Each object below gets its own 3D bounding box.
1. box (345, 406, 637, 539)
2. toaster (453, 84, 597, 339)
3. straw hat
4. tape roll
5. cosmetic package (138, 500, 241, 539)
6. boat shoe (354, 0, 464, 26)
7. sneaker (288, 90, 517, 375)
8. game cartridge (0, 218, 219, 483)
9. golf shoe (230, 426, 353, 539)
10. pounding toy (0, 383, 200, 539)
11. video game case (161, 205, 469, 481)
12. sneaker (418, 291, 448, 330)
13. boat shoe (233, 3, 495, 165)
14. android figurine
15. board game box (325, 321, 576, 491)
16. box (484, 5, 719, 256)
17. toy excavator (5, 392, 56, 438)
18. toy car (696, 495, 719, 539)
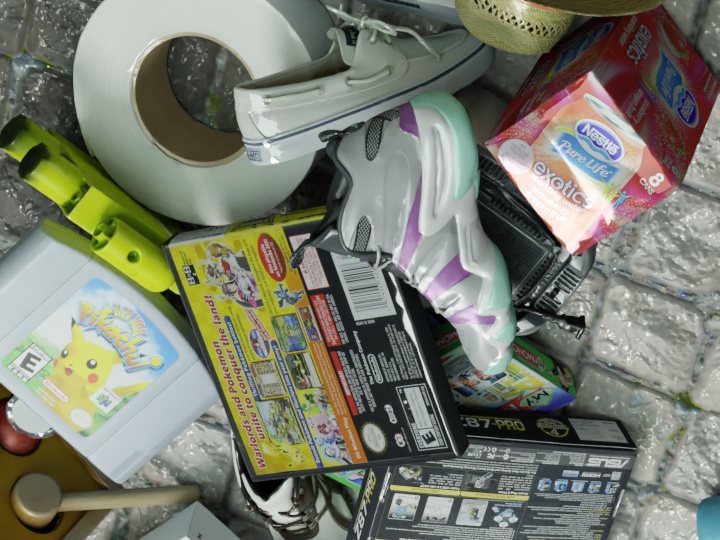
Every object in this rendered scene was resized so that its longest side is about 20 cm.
[{"bbox_3d":[0.097,0.185,1.614,0.199,0.049,0.162,5,117,-18],"label":"box"},{"bbox_3d":[0.099,-0.046,1.511,0.200,0.129,0.114,35,120,-4],"label":"toaster"},{"bbox_3d":[0.108,-0.197,1.423,0.200,0.201,0.085,25,126,6],"label":"straw hat"},{"bbox_3d":[-0.114,-0.139,1.577,0.201,0.071,0.204,7,115,15],"label":"tape roll"},{"bbox_3d":[-0.125,0.303,1.763,0.151,0.052,0.200,-33,113,29],"label":"cosmetic package"},{"bbox_3d":[0.013,-0.231,1.505,0.199,0.071,0.070,15,85,13],"label":"boat shoe"},{"bbox_3d":[0.022,-0.011,1.410,0.139,0.078,0.201,-16,103,-4],"label":"sneaker"},{"bbox_3d":[-0.206,0.060,1.607,0.133,0.041,0.200,-42,112,9],"label":"game cartridge"},{"bbox_3d":[-0.062,0.185,1.691,0.077,0.095,0.201,-15,109,22],"label":"golf shoe"},{"bbox_3d":[-0.276,0.186,1.725,0.200,0.184,0.142,50,130,-7],"label":"pounding toy"},{"bbox_3d":[-0.033,0.053,1.514,0.180,0.026,0.201,-10,110,29],"label":"video game case"},{"bbox_3d":[0.001,0.000,1.590,0.198,0.081,0.116,-9,101,-2],"label":"sneaker"},{"bbox_3d":[-0.001,-0.151,1.491,0.201,0.075,0.086,-23,110,-14],"label":"boat shoe"},{"bbox_3d":[-0.186,-0.041,1.594,0.041,0.182,0.200,-49,126,3],"label":"android figurine"},{"bbox_3d":[0.048,0.107,1.613,0.200,0.029,0.134,-30,140,27],"label":"board game box"},{"bbox_3d":[0.170,-0.107,1.425,0.095,0.200,0.100,-33,100,28],"label":"box"},{"bbox_3d":[-0.159,0.067,1.682,0.199,0.100,0.195,23,118,-9],"label":"toy excavator"},{"bbox_3d":[0.343,0.255,1.528,0.183,0.200,0.178,-13,108,22],"label":"toy car"}]
